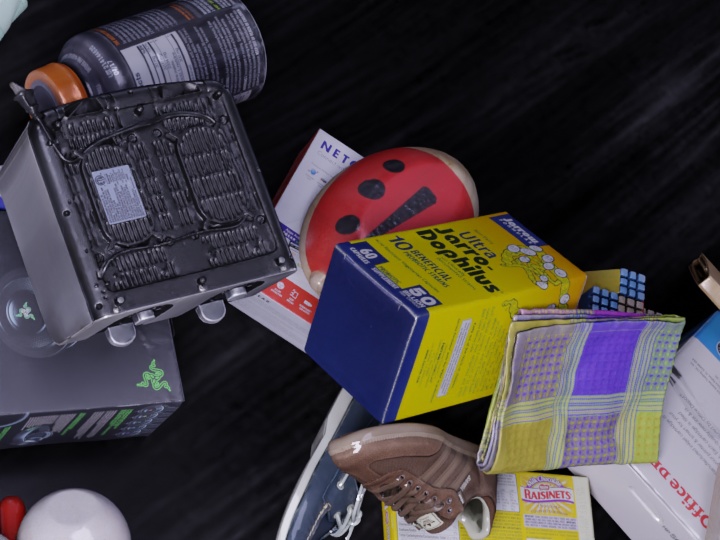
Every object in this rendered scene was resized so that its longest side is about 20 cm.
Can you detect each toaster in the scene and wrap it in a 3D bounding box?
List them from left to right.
[{"bbox_3d":[-0.173,-0.050,1.510,0.181,0.119,0.200,-15,78,-32],"label":"toaster"}]

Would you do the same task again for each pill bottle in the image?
[{"bbox_3d":[-0.189,-0.168,1.680,0.200,0.106,0.106,-24,79,-32],"label":"pill bottle"}]

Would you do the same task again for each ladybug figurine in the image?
[{"bbox_3d":[0.031,-0.040,1.687,0.136,0.072,0.200,48,56,1],"label":"ladybug figurine"}]

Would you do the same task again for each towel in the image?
[{"bbox_3d":[0.188,0.103,1.630,0.200,0.023,0.144,2,107,-35],"label":"towel"}]

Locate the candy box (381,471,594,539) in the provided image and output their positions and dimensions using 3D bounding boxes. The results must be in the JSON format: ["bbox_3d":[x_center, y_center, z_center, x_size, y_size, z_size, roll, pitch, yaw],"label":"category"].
[{"bbox_3d":[0.113,0.223,1.691,0.200,0.026,0.102,8,61,-23],"label":"candy box"}]

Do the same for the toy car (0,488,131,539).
[{"bbox_3d":[-0.266,0.235,1.442,0.200,0.175,0.150,-18,42,-31],"label":"toy car"}]

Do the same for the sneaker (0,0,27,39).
[{"bbox_3d":[-0.377,-0.266,1.652,0.200,0.074,0.118,46,62,-12],"label":"sneaker"}]

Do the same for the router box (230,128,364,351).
[{"bbox_3d":[0.000,0.000,1.727,0.200,0.049,0.180,33,57,-9],"label":"router box"}]

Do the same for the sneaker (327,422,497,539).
[{"bbox_3d":[0.053,0.175,1.591,0.200,0.070,0.076,16,57,-49],"label":"sneaker"}]

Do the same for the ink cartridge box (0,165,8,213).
[{"bbox_3d":[-0.253,-0.060,1.603,0.200,0.099,0.039,-9,73,-28],"label":"ink cartridge box"}]

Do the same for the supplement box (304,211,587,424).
[{"bbox_3d":[0.071,0.035,1.609,0.200,0.110,0.109,-12,40,-41],"label":"supplement box"}]

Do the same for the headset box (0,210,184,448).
[{"bbox_3d":[-0.249,0.046,1.559,0.200,0.093,0.174,-2,69,-27],"label":"headset box"}]

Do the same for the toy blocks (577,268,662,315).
[{"bbox_3d":[0.204,0.043,1.753,0.200,0.137,0.100,18,60,-18],"label":"toy blocks"}]

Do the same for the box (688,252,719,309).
[{"bbox_3d":[0.386,0.071,1.829,0.021,0.163,0.200,-42,91,9],"label":"box"}]

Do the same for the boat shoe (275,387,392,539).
[{"bbox_3d":[-0.023,0.184,1.619,0.062,0.075,0.200,25,49,-1],"label":"boat shoe"}]

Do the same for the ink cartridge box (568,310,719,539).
[{"bbox_3d":[0.304,0.158,1.779,0.146,0.084,0.200,48,57,2],"label":"ink cartridge box"}]

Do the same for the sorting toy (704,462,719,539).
[{"bbox_3d":[0.389,0.290,1.709,0.200,0.070,0.199,24,72,-35],"label":"sorting toy"}]
